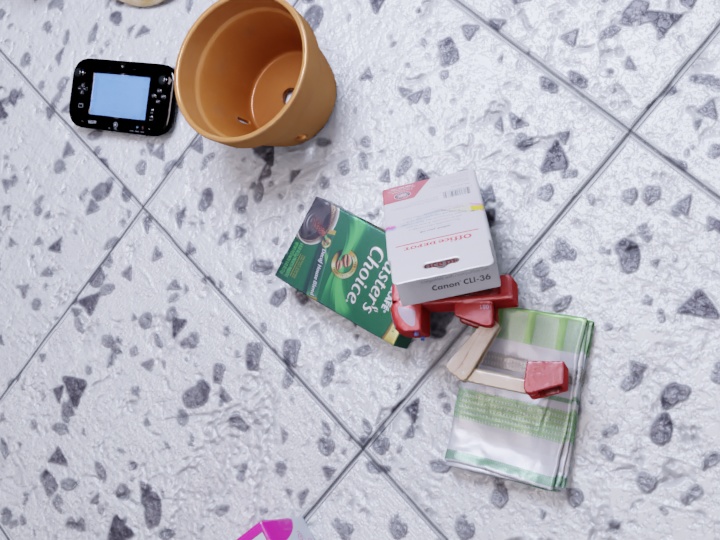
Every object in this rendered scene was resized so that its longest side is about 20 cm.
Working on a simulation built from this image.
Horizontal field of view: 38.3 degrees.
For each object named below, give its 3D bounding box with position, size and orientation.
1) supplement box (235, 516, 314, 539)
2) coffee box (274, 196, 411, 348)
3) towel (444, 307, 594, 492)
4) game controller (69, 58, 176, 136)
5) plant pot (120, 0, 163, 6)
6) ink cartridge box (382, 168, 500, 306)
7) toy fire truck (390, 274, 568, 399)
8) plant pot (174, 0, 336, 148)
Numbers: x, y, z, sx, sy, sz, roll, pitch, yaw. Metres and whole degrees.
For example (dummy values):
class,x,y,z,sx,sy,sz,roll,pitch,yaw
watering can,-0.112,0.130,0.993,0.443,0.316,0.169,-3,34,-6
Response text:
class,x,y,z,sx,sy,sz,roll,pitch,yaw
supplement box,-0.083,0.408,1.241,0.103,0.101,0.200,-38,65,17
coffee box,0.000,0.000,1.304,0.200,0.044,0.123,31,94,28
towel,0.180,0.142,1.194,0.149,0.031,0.200,9,85,27
game controller,-0.352,-0.257,1.534,0.200,0.042,0.105,10,85,29
plant pot,-0.340,-0.487,1.519,0.200,0.027,0.200,16,131,20
ink cartridge box,0.091,-0.029,1.174,0.116,0.068,0.200,-13,33,8
toy fire truck,0.132,0.076,1.179,0.200,0.049,0.141,-5,74,17
plant pot,-0.123,-0.247,1.359,0.200,0.140,0.201,-5,79,26
